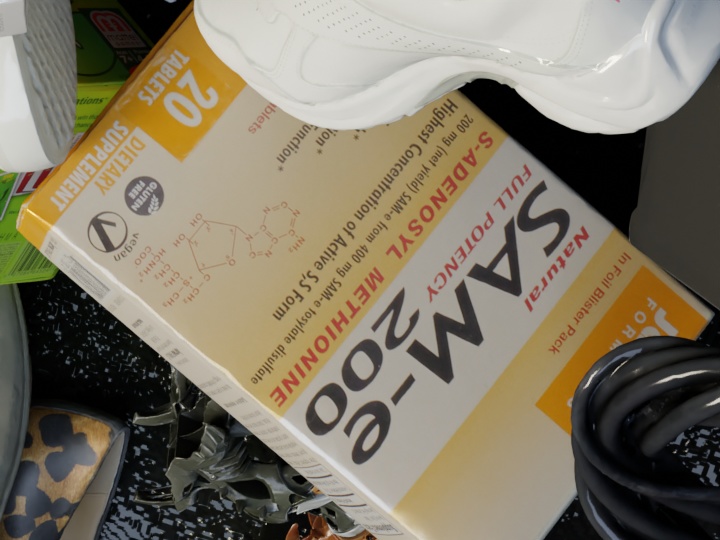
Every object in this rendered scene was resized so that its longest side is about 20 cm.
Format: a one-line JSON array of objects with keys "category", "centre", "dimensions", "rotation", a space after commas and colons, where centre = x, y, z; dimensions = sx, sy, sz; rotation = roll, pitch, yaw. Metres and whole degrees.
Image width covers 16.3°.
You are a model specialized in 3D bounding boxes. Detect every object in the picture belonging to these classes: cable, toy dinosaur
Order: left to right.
[{"category": "toy dinosaur", "centre": [-0.007, 0.065, 0.932], "dimensions": [0.135, 0.102, 0.201], "rotation": [21, 99, -20]}, {"category": "cable", "centre": [0.153, 0.081, 0.763], "dimensions": [0.199, 0.051, 0.163], "rotation": [30, 163, -14]}]

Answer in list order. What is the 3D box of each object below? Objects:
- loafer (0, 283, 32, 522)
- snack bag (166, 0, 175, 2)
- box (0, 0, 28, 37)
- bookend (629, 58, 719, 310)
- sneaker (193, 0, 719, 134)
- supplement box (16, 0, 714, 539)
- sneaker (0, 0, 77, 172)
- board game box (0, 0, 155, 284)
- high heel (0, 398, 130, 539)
[{"category": "loafer", "centre": [-0.168, 0.077, 0.932], "dimensions": [0.070, 0.070, 0.201], "rotation": [-2, 81, 41]}, {"category": "snack bag", "centre": [-0.080, -0.206, 0.752], "dimensions": [0.189, 0.021, 0.200], "rotation": [56, 147, 13]}, {"category": "box", "centre": [-0.186, -0.153, 0.744], "dimensions": [0.143, 0.036, 0.201], "rotation": [-11, 75, -8]}, {"category": "bookend", "centre": [0.168, -0.011, 0.797], "dimensions": [0.198, 0.092, 0.201], "rotation": [-14, 122, -27]}, {"category": "sneaker", "centre": [0.011, -0.095, 0.717], "dimensions": [0.199, 0.078, 0.099], "rotation": [2, 152, 47]}, {"category": "supplement box", "centre": [0.000, 0.000, 0.839], "dimensions": [0.200, 0.074, 0.126], "rotation": [40, 79, -4]}, {"category": "sneaker", "centre": [-0.150, -0.115, 0.803], "dimensions": [0.082, 0.074, 0.201], "rotation": [-22, 74, 11]}, {"category": "board game box", "centre": [-0.162, -0.040, 0.845], "dimensions": [0.048, 0.199, 0.102], "rotation": [48, 120, 22]}, {"category": "high heel", "centre": [-0.113, 0.151, 1.001], "dimensions": [0.142, 0.071, 0.201], "rotation": [-25, 102, 28]}]
